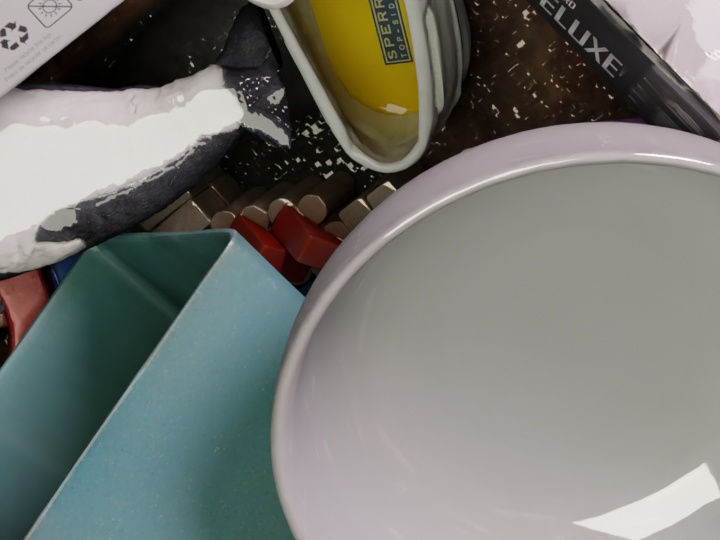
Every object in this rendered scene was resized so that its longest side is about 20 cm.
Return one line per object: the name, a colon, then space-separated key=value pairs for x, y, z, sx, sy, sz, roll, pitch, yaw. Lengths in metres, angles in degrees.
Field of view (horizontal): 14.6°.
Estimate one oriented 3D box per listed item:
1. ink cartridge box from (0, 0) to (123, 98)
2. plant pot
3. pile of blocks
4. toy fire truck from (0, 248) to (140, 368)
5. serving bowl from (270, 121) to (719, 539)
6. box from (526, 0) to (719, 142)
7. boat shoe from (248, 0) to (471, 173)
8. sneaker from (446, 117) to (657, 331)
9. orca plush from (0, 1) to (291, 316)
ink cartridge box: x=-0.197 y=-0.109 z=0.899 sx=0.197 sy=0.047 sz=0.200 roll=-37 pitch=125 yaw=4
plant pot: x=-0.035 y=0.103 z=0.984 sx=0.200 sy=0.141 sz=0.142 roll=40 pitch=74 yaw=-19
pile of blocks: x=0.000 y=0.000 z=1.016 sx=0.199 sy=0.062 sz=0.082 roll=-1 pitch=103 yaw=15
toy fire truck: x=-0.156 y=0.064 z=1.059 sx=0.167 sy=0.112 sz=0.201 roll=-20 pitch=99 yaw=-7
serving bowl: x=0.069 y=0.034 z=0.893 sx=0.199 sy=0.066 sz=0.201 roll=-2 pitch=122 yaw=-3
box: x=0.122 y=-0.157 z=0.899 sx=0.200 sy=0.050 sz=0.158 roll=-43 pitch=86 yaw=-16
boat shoe: x=-0.016 y=-0.118 z=0.944 sx=0.074 sy=0.086 sz=0.203 roll=-7 pitch=124 yaw=16
sneaker: x=0.063 y=0.036 z=0.973 sx=0.114 sy=0.073 sz=0.201 roll=-5 pitch=123 yaw=-5
orca plush: x=-0.121 y=-0.044 z=1.007 sx=0.199 sy=0.071 sz=0.106 roll=-28 pitch=89 yaw=4
